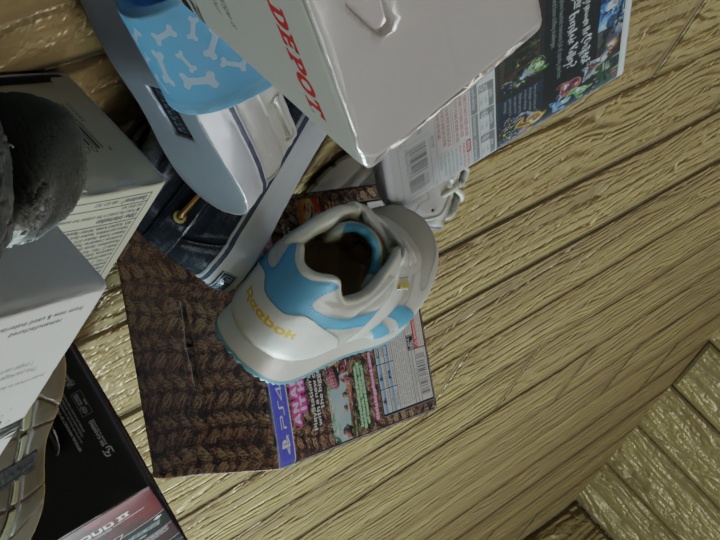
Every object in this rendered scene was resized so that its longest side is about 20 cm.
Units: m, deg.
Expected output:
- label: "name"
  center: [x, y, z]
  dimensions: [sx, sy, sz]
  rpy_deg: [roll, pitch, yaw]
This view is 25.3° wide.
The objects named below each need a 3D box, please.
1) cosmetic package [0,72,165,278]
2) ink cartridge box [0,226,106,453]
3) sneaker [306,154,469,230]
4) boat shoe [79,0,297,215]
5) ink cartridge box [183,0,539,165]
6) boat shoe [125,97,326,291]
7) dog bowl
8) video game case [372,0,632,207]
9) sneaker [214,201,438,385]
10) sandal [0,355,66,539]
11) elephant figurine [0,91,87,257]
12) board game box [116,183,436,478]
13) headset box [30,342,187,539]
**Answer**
- label: "cosmetic package"
  center: [-0.198, 0.005, 0.802]
  dimensions: [0.200, 0.087, 0.103]
  rpy_deg: [-54, 160, 27]
- label: "ink cartridge box"
  center: [-0.225, 0.033, 0.714]
  dimensions: [0.084, 0.146, 0.200]
  rpy_deg: [-19, 151, -56]
- label: "sneaker"
  center: [0.049, -0.079, 1.146]
  dimensions: [0.200, 0.087, 0.074]
  rpy_deg: [-48, 161, 12]
- label: "boat shoe"
  center: [-0.071, -0.120, 0.786]
  dimensions: [0.086, 0.074, 0.202]
  rpy_deg: [-52, 144, -23]
- label: "ink cartridge box"
  center: [-0.041, -0.151, 0.529]
  dimensions: [0.084, 0.200, 0.146]
  rpy_deg: [-39, 146, -12]
- label: "boat shoe"
  center: [-0.066, -0.094, 0.902]
  dimensions: [0.071, 0.091, 0.201]
  rpy_deg: [-25, -144, 61]
- label: "dog bowl"
  center: [-0.029, -0.156, 0.677]
  dimensions: [0.050, 0.111, 0.200]
  rpy_deg: [47, 66, -33]
- label: "video game case"
  center: [0.082, -0.128, 0.946]
  dimensions: [0.181, 0.023, 0.200]
  rpy_deg: [-31, 158, -8]
- label: "sneaker"
  center: [0.000, 0.000, 0.933]
  dimensions: [0.081, 0.077, 0.200]
  rpy_deg: [-51, 171, 32]
- label: "sandal"
  center: [-0.200, 0.104, 0.806]
  dimensions: [0.080, 0.054, 0.201]
  rpy_deg: [-26, 141, -54]
- label: "elephant figurine"
  center: [-0.166, -0.045, 0.573]
  dimensions: [0.141, 0.200, 0.155]
  rpy_deg: [-18, 149, -53]
- label: "board game box"
  center: [-0.049, 0.033, 1.034]
  dimensions: [0.097, 0.160, 0.200]
  rpy_deg: [-9, -179, 32]
- label: "headset box"
  center: [-0.179, 0.108, 0.966]
  dimensions: [0.075, 0.149, 0.200]
  rpy_deg: [-30, 159, -9]
